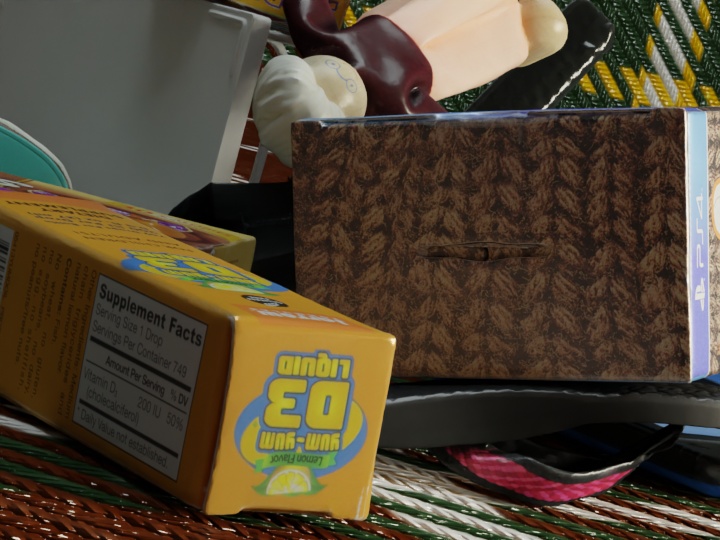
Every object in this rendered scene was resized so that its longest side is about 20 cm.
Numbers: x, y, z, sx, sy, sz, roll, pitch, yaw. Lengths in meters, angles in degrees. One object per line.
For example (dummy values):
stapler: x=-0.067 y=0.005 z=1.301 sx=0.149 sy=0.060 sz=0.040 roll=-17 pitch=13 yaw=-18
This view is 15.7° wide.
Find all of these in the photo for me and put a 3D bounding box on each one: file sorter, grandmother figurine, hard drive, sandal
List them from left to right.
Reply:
file sorter: x=-0.094 y=-0.071 z=1.352 sx=0.124 sy=0.139 sz=0.200 roll=11 pitch=6 yaw=-46
grandmother figurine: x=0.013 y=-0.099 z=1.213 sx=0.121 sy=0.061 sz=0.200 roll=35 pitch=37 yaw=15
hard drive: x=0.061 y=-0.064 z=1.402 sx=0.033 sy=0.140 sz=0.200 roll=44 pitch=-14 yaw=1
sandal: x=0.051 y=0.062 z=0.949 sx=0.200 sy=0.045 sz=0.075 roll=-2 pitch=3 yaw=-7

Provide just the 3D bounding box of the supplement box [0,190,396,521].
supplement box: x=-0.071 y=0.025 z=0.870 sx=0.066 sy=0.069 sz=0.200 roll=6 pitch=11 yaw=-36

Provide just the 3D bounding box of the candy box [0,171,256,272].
candy box: x=-0.154 y=-0.010 z=1.049 sx=0.200 sy=0.057 sz=0.117 roll=16 pitch=7 yaw=13

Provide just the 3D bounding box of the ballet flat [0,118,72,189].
ballet flat: x=-0.237 y=-0.051 z=1.244 sx=0.200 sy=0.070 sz=0.069 roll=9 pitch=7 yaw=-27

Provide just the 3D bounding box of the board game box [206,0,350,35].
board game box: x=-0.058 y=-0.144 z=1.353 sx=0.095 sy=0.030 sz=0.200 roll=19 pitch=5 yaw=-4

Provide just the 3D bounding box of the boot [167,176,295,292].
boot: x=0.000 y=-0.001 z=1.236 sx=0.200 sy=0.066 sz=0.165 roll=-10 pitch=-25 yaw=-23

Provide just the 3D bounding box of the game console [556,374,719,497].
game console: x=0.157 y=0.022 z=1.139 sx=0.171 sy=0.119 sz=0.200 roll=9 pitch=7 yaw=-39

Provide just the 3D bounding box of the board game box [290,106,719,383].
board game box: x=0.090 y=-0.015 z=1.025 sx=0.159 sy=0.097 sz=0.200 roll=0 pitch=4 yaw=29
